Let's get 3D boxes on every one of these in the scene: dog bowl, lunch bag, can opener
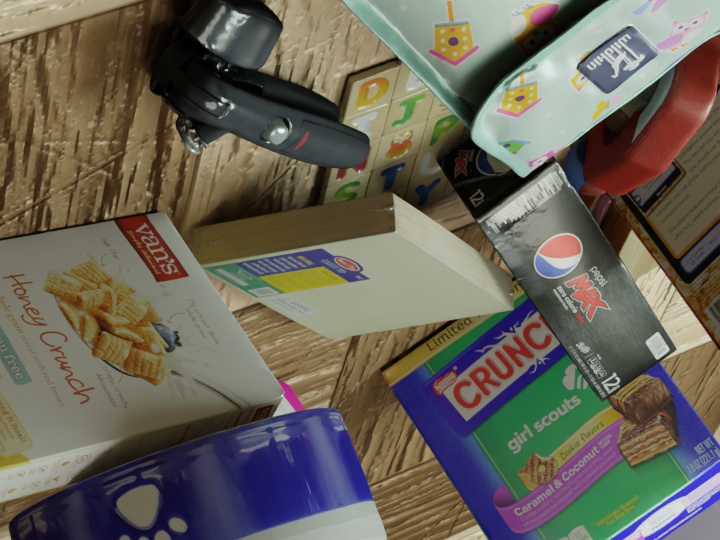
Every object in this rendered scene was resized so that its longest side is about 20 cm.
[{"bbox_3d":[-0.091,0.146,1.314,0.199,0.079,0.200,-20,171,-3],"label":"dog bowl"},{"bbox_3d":[0.088,-0.156,1.170,0.170,0.122,0.200,-38,118,11],"label":"lunch bag"},{"bbox_3d":[-0.046,-0.087,1.278,0.079,0.064,0.200,-40,153,12],"label":"can opener"}]

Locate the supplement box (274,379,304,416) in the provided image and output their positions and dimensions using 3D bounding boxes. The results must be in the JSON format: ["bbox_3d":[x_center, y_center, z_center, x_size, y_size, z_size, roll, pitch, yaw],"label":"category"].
[{"bbox_3d":[-0.099,0.119,1.525,0.103,0.101,0.200,-39,153,11],"label":"supplement box"}]

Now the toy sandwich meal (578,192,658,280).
[{"bbox_3d":[0.229,-0.067,1.626,0.204,0.070,0.206,-27,153,-15],"label":"toy sandwich meal"}]

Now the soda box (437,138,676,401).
[{"bbox_3d":[0.127,-0.008,1.516,0.063,0.071,0.200,-34,132,3],"label":"soda box"}]

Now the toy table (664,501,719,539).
[{"bbox_3d":[0.360,0.272,2.257,0.199,0.185,0.117,-25,139,9],"label":"toy table"}]

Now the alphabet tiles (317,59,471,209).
[{"bbox_3d":[0.054,-0.098,1.440,0.166,0.006,0.201,-21,151,-24],"label":"alphabet tiles"}]

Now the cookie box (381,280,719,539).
[{"bbox_3d":[0.140,0.111,1.676,0.171,0.200,0.075,-35,153,0],"label":"cookie box"}]

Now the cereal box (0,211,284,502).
[{"bbox_3d":[-0.157,0.044,1.280,0.199,0.144,0.040,-13,146,-38],"label":"cereal box"}]

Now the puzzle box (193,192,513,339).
[{"bbox_3d":[0.000,0.000,1.453,0.132,0.026,0.200,-9,163,21],"label":"puzzle box"}]

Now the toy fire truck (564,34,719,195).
[{"bbox_3d":[0.169,-0.125,1.334,0.111,0.201,0.168,21,139,-10],"label":"toy fire truck"}]

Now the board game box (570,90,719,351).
[{"bbox_3d":[0.228,-0.072,1.467,0.152,0.201,0.046,-45,153,23],"label":"board game box"}]
